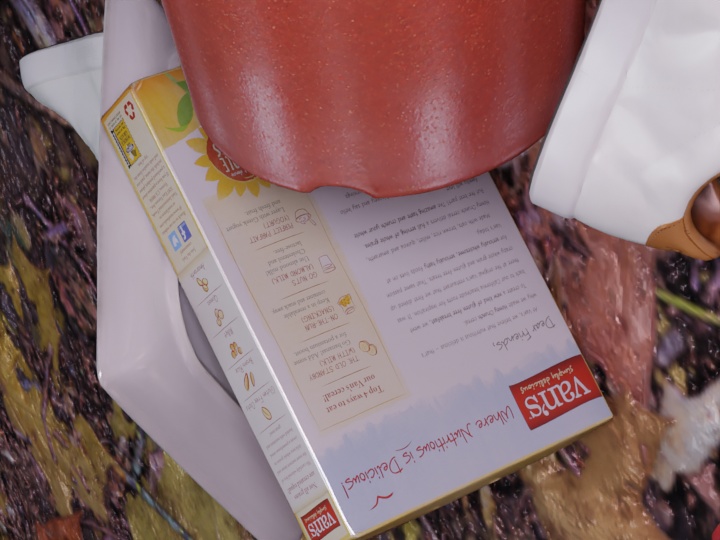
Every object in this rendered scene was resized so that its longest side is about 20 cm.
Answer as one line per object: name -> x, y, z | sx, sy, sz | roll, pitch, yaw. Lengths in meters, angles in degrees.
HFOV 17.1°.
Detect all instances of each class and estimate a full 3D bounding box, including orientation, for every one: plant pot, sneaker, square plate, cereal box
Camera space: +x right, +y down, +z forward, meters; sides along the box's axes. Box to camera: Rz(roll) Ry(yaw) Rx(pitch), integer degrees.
plant pot -> 0.001, -0.144, 0.833 | 0.201, 0.200, 0.196 | 41, 151, 41
sneaker -> -0.120, -0.075, 1.176 | 0.200, 0.072, 0.085 | -170, 65, -74
square plate -> -0.060, 0.000, 1.035 | 0.200, 0.028, 0.199 | 53, -151, -55
sneaker -> 0.123, -0.089, 0.773 | 0.084, 0.073, 0.201 | 25, 133, 9
cereal box -> 0.000, 0.000, 0.967 | 0.040, 0.143, 0.201 | -37, 76, 53

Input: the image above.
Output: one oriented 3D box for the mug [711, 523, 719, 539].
mug -> 0.193, 0.156, 0.756 | 0.201, 0.133, 0.178 | 63, 151, 16
